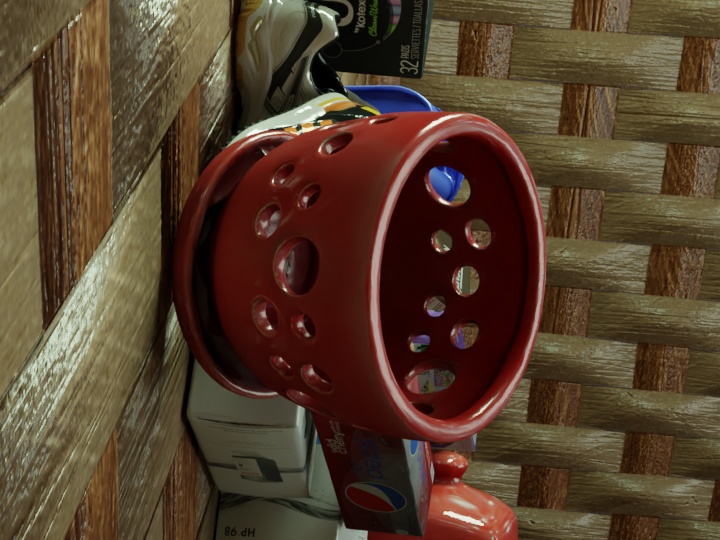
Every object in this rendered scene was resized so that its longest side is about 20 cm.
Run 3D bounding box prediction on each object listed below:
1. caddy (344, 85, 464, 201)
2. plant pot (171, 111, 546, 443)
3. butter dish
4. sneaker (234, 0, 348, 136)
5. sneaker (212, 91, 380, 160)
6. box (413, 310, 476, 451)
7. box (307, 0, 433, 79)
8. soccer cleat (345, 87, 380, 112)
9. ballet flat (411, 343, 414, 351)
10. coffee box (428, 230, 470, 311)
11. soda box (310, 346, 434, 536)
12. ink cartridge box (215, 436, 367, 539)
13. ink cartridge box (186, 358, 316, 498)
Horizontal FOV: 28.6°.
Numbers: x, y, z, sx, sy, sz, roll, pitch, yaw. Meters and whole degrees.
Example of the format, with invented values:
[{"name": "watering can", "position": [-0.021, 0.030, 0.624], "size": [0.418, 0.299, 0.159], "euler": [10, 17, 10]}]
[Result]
[{"name": "caddy", "position": [0.012, -0.120, 1.511], "size": [0.105, 0.199, 0.142], "euler": [38, 56, -67]}, {"name": "plant pot", "position": [-0.005, -0.003, 0.897], "size": [0.200, 0.182, 0.201], "euler": [-12, 106, -51]}, {"name": "butter dish", "position": [0.068, 0.239, 1.291], "size": [0.199, 0.199, 0.148], "euler": [17, 82, -76]}, {"name": "sneaker", "position": [-0.055, -0.123, 1.128], "size": [0.076, 0.087, 0.200], "euler": [-85, 179, -50]}, {"name": "sneaker", "position": [-0.032, -0.070, 1.025], "size": [0.200, 0.090, 0.070], "euler": [-39, 143, -47]}, {"name": "box", "position": [0.033, 0.102, 1.311], "size": [0.200, 0.136, 0.039], "euler": [75, 21, -54]}, {"name": "box", "position": [-0.007, -0.284, 1.196], "size": [0.125, 0.148, 0.200], "euler": [-81, 174, -49]}, {"name": "soccer cleat", "position": [-0.024, -0.136, 1.251], "size": [0.069, 0.077, 0.200], "euler": [90, -23, -46]}, {"name": "ballet flat", "position": [0.000, 0.000, 1.141], "size": [0.071, 0.065, 0.201], "euler": [112, -31, -55]}, {"name": "coffee box", "position": [0.005, -0.021, 1.318], "size": [0.080, 0.200, 0.115], "euler": [-43, -159, 28]}, {"name": "soda box", "position": [0.012, 0.131, 1.090], "size": [0.200, 0.070, 0.064], "euler": [79, 20, -52]}, {"name": "ink cartridge box", "position": [-0.057, 0.213, 1.202], "size": [0.067, 0.115, 0.201], "euler": [38, 53, -62]}, {"name": "ink cartridge box", "position": [-0.075, 0.080, 1.090], "size": [0.200, 0.084, 0.146], "euler": [93, 3, -67]}]
